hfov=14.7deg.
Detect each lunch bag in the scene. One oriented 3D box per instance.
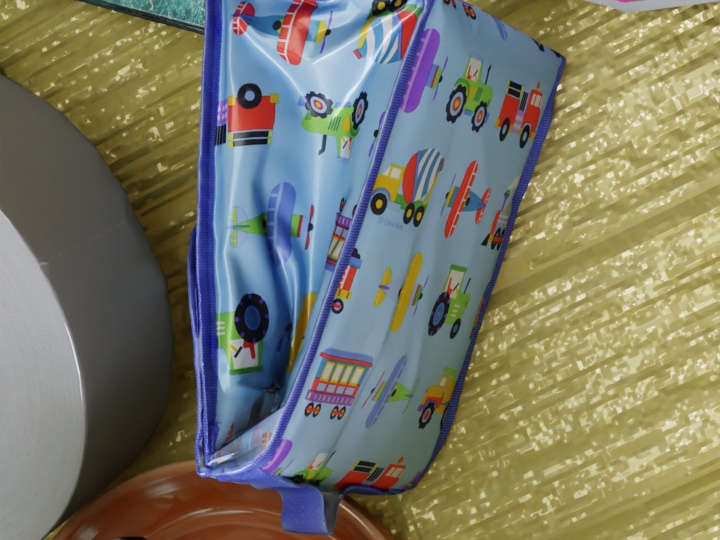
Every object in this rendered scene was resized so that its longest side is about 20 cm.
[{"bbox_3d":[0.000,0.000,1.047,0.094,0.150,0.201,7,87,24],"label":"lunch bag"}]

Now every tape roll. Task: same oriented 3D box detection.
[{"bbox_3d":[-0.174,0.017,1.116,0.200,0.066,0.201,14,120,26],"label":"tape roll"}]

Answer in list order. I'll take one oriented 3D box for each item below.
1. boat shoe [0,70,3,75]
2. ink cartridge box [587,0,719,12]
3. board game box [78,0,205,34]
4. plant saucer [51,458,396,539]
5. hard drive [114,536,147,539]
[{"bbox_3d":[-0.158,-0.031,1.163,0.073,0.065,0.200,-43,71,13],"label":"boat shoe"},{"bbox_3d":[0.054,-0.136,0.978,0.173,0.200,0.044,13,89,-15],"label":"ink cartridge box"},{"bbox_3d":[-0.112,-0.181,1.179,0.199,0.028,0.136,17,92,23],"label":"board game box"},{"bbox_3d":[-0.053,0.176,1.116,0.199,0.032,0.201,-2,84,22],"label":"plant saucer"},{"bbox_3d":[-0.051,0.215,1.076,0.200,0.033,0.140,34,98,22],"label":"hard drive"}]
